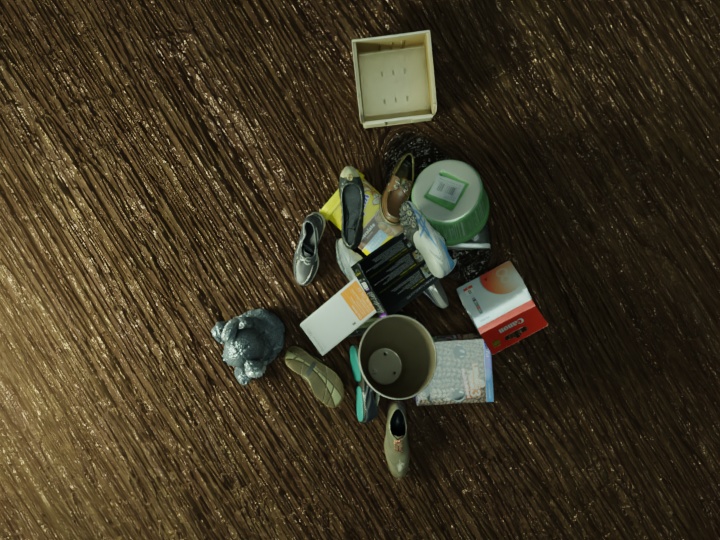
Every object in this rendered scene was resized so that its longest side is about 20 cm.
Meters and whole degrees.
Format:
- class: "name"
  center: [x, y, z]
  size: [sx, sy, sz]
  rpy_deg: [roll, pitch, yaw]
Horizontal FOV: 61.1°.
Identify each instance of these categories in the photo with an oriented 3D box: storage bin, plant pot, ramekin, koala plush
- class: "storage bin"
  center: [0.086, -0.481, 1.552]
  size: [0.194, 0.094, 0.205]
  rpy_deg: [-6, 91, 2]
- class: "plant pot"
  center: [0.073, 0.222, 1.476]
  size: [0.182, 0.200, 0.193]
  rpy_deg: [2, 74, -7]
- class: "ramekin"
  center: [0.218, -0.174, 1.511]
  size: [0.194, 0.098, 0.205]
  rpy_deg: [-6, 64, 14]
- class: "koala plush"
  center: [-0.285, 0.185, 1.534]
  size: [0.181, 0.200, 0.180]
  rpy_deg: [-30, 90, 3]

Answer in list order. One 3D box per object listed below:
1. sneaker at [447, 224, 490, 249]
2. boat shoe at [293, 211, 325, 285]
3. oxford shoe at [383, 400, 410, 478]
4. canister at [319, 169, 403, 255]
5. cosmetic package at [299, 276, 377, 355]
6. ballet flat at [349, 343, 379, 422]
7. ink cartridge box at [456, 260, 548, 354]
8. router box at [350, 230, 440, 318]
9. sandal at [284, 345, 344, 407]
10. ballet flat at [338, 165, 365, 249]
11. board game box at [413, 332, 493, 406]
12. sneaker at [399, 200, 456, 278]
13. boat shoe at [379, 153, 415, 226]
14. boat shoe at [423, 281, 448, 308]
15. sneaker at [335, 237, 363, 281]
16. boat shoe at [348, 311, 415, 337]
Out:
- class: "sneaker"
  center: [0.236, -0.107, 1.571]
  size: [0.194, 0.071, 0.102]
  rpy_deg: [0, 88, -2]
- class: "boat shoe"
  center: [-0.141, -0.049, 1.565]
  size: [0.071, 0.063, 0.204]
  rpy_deg: [21, 113, 12]
- class: "oxford shoe"
  center: [0.093, 0.444, 1.586]
  size: [0.068, 0.075, 0.206]
  rpy_deg: [-5, 92, 2]
- class: "canister"
  center: [0.015, -0.135, 1.569]
  size: [0.199, 0.087, 0.149]
  rpy_deg: [42, 92, -1]
- class: "cosmetic package"
  center: [-0.045, 0.109, 1.530]
  size: [0.199, 0.071, 0.102]
  rpy_deg: [-40, 88, 15]
- class: "ballet flat"
  center: [0.015, 0.291, 1.596]
  size: [0.071, 0.073, 0.206]
  rpy_deg: [-7, 85, 3]
- class: "ink cartridge box"
  center: [0.348, 0.088, 1.519]
  size: [0.159, 0.202, 0.051]
  rpy_deg: [-28, 134, 4]
- class: "router box"
  center: [0.094, 0.000, 1.480]
  size: [0.198, 0.051, 0.151]
  rpy_deg: [-33, 95, -24]
- class: "sandal"
  center: [-0.116, 0.274, 1.607]
  size: [0.199, 0.054, 0.081]
  rpy_deg: [39, 88, 16]
- class: "ballet flat"
  center: [-0.019, -0.154, 1.498]
  size: [0.064, 0.057, 0.206]
  rpy_deg: [-3, 93, 0]
- class: "board game box"
  center: [0.234, 0.251, 1.564]
  size: [0.194, 0.097, 0.164]
  rpy_deg: [-4, 92, 3]
- class: "sneaker"
  center: [0.159, -0.080, 1.454]
  size: [0.072, 0.071, 0.203]
  rpy_deg: [-37, 100, -29]
- class: "boat shoe"
  center: [0.094, -0.208, 1.520]
  size: [0.070, 0.068, 0.204]
  rpy_deg: [16, 57, -9]
- class: "boat shoe"
  center: [0.141, 0.028, 1.583]
  size: [0.092, 0.075, 0.202]
  rpy_deg: [-34, 90, 20]
- class: "sneaker"
  center: [0.000, 0.000, 1.589]
  size: [0.086, 0.074, 0.203]
  rpy_deg: [-31, 98, -5]
- class: "boat shoe"
  center: [0.047, 0.145, 1.586]
  size: [0.195, 0.072, 0.068]
  rpy_deg: [-1, 97, 8]
